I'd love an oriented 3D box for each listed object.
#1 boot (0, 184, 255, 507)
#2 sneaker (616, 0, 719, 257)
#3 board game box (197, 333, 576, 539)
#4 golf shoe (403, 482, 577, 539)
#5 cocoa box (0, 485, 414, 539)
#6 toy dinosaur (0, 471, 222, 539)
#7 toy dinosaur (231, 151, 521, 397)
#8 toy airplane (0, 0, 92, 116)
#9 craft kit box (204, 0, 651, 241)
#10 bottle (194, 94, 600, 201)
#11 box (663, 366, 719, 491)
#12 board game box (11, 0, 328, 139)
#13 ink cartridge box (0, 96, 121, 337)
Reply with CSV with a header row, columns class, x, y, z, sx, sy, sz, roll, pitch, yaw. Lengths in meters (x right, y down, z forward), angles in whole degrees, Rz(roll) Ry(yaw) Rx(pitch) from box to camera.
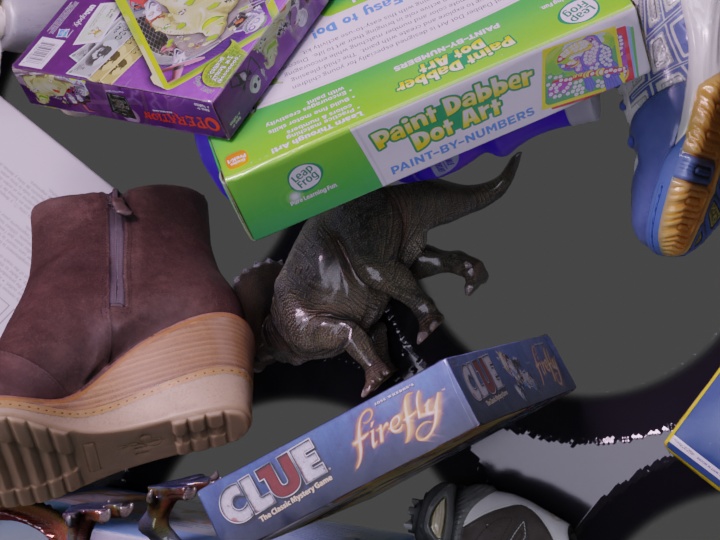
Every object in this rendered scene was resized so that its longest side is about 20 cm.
class,x,y,z,sx,sy,sz,roll,pitch,yaw
boot,-0.157,0.032,0.943,0.199,0.072,0.167,-7,45,-13
sneaker,0.154,-0.108,0.937,0.088,0.075,0.201,10,88,29
board game box,0.020,0.081,0.912,0.135,0.200,0.035,-29,82,16
golf shoe,0.061,0.213,0.968,0.094,0.078,0.201,9,96,18
cocoa box,-0.086,0.195,0.986,0.199,0.133,0.132,6,92,18
toy dinosaur,-0.082,0.193,0.895,0.200,0.105,0.182,-6,95,51
toy dinosaur,0.000,0.000,0.982,0.102,0.077,0.200,45,107,5
toy airplane,-0.188,-0.179,0.973,0.199,0.141,0.199,18,55,11
craft kit box,0.010,-0.125,0.894,0.199,0.049,0.198,-23,40,1
bottle,0.019,-0.081,0.941,0.199,0.084,0.065,-9,61,14
box,0.235,0.023,0.906,0.064,0.070,0.200,37,102,16
board game box,-0.065,-0.148,0.899,0.120,0.032,0.200,10,52,34
ink cartridge box,-0.226,-0.015,0.998,0.200,0.174,0.044,39,147,2
